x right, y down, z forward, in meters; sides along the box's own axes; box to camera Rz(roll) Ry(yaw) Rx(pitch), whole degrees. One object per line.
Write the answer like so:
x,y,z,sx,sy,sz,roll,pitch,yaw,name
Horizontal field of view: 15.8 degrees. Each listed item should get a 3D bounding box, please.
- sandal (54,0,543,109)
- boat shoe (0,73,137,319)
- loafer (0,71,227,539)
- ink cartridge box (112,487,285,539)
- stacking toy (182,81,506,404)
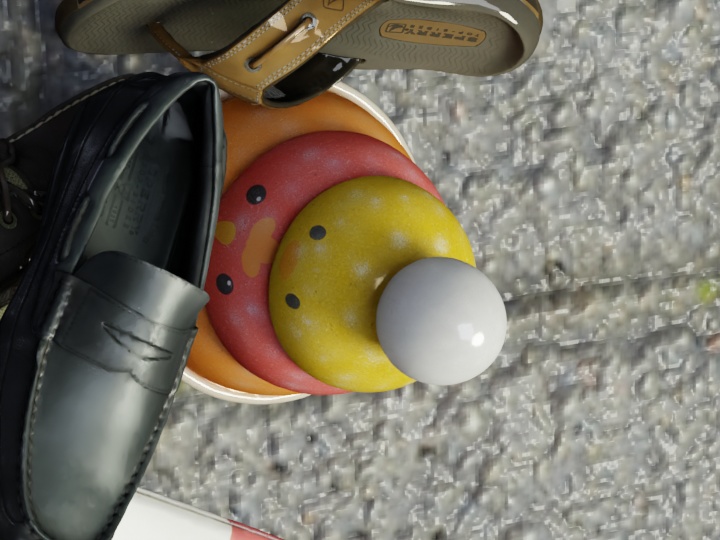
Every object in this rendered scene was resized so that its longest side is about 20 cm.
-0.023,-0.092,1.055,0.200,0.082,0.055,6,67,-14,sandal
-0.149,-0.012,1.026,0.200,0.073,0.065,-43,149,-13,boat shoe
-0.093,0.015,0.962,0.068,0.070,0.201,26,61,-30,loafer
-0.136,0.146,1.012,0.200,0.083,0.147,24,80,-36,ink cartridge box
0.000,0.000,1.041,0.146,0.200,0.146,-6,102,-26,stacking toy
